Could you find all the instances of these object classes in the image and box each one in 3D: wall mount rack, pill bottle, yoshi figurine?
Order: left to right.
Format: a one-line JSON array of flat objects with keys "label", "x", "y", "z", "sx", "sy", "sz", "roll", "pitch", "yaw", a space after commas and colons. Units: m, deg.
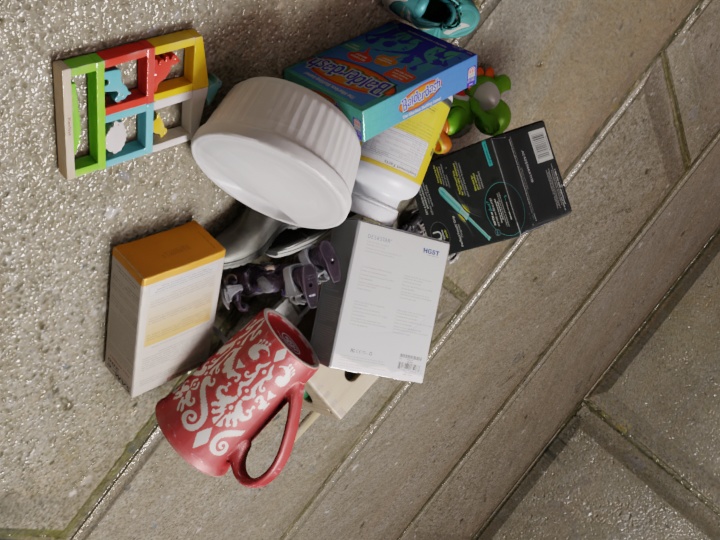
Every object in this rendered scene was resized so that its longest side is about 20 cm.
[{"label": "wall mount rack", "x": -0.147, "y": 0.088, "z": 1.379, "sx": 0.200, "sy": 0.074, "sz": 0.174, "roll": -43, "pitch": 147, "yaw": -12}, {"label": "pill bottle", "x": 0.044, "y": -0.169, "z": 1.265, "sx": 0.112, "sy": 0.111, "sz": 0.203, "roll": 17, "pitch": 95, "yaw": -59}, {"label": "yoshi figurine", "x": 0.171, "y": -0.231, "z": 1.429, "sx": 0.199, "sy": 0.112, "sz": 0.113, "roll": -36, "pitch": 156, "yaw": -27}]

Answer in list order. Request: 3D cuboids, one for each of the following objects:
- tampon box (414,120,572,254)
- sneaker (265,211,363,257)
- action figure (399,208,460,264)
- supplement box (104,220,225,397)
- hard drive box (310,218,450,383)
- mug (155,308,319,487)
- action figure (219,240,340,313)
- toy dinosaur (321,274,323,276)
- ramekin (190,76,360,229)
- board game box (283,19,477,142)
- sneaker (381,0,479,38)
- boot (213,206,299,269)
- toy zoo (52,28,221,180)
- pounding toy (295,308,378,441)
[{"label": "tampon box", "x": 0.195, "y": -0.122, "z": 1.413, "sx": 0.125, "sy": 0.152, "sz": 0.199, "roll": -21, "pitch": -176, "yaw": -36}, {"label": "sneaker", "x": -0.061, "y": -0.047, "z": 1.335, "sx": 0.199, "sy": 0.075, "sz": 0.117, "roll": -34, "pitch": 145, "yaw": -32}, {"label": "action figure", "x": 0.132, "y": -0.071, "z": 1.556, "sx": 0.200, "sy": 0.102, "sz": 0.119, "roll": -44, "pitch": 162, "yaw": -15}, {"label": "supplement box", "x": -0.253, "y": 0.049, "z": 1.176, "sx": 0.125, "sy": 0.073, "sz": 0.202, "roll": -23, "pitch": 141, "yaw": -41}, {"label": "hard drive box", "x": 0.026, "y": 0.042, "z": 1.277, "sx": 0.154, "sy": 0.077, "sz": 0.203, "roll": 13, "pitch": 89, "yaw": -28}, {"label": "mug", "x": -0.144, "y": 0.172, "z": 1.229, "sx": 0.200, "sy": 0.178, "sz": 0.134, "roll": -44, "pitch": -175, "yaw": 9}, {"label": "action figure", "x": -0.119, "y": 0.015, "z": 1.216, "sx": 0.129, "sy": 0.198, "sz": 0.070, "roll": -29, "pitch": 105, "yaw": -43}, {"label": "toy dinosaur", "x": 0.000, "y": 0.000, "z": 1.377, "sx": 0.199, "sy": 0.088, "sz": 0.048, "roll": -13, "pitch": 126, "yaw": -50}, {"label": "ramekin", "x": -0.091, "y": -0.140, "z": 1.074, "sx": 0.095, "sy": 0.200, "sz": 0.203, "roll": -67, "pitch": 156, "yaw": -20}, {"label": "board game box", "x": 0.026, "y": -0.244, "z": 1.153, "sx": 0.199, "sy": 0.151, "sz": 0.046, "roll": -32, "pitch": 138, "yaw": -30}, {"label": "sneaker", "x": 0.105, "y": -0.343, "z": 1.226, "sx": 0.199, "sy": 0.079, "sz": 0.078, "roll": -5, "pitch": 126, "yaw": -54}, {"label": "boot", "x": -0.135, "y": -0.099, "z": 1.205, "sx": 0.199, "sy": 0.067, "sz": 0.132, "roll": -34, "pitch": 135, "yaw": -27}, {"label": "toy zoo", "x": -0.235, "y": -0.184, "z": 0.992, "sx": 0.199, "sy": 0.020, "sz": 0.133, "roll": -27, "pitch": 143, "yaw": -37}, {"label": "pounding toy", "x": -0.049, "y": 0.154, "z": 1.394, "sx": 0.200, "sy": 0.183, "sz": 0.143, "roll": -46, "pitch": 108, "yaw": -19}]
